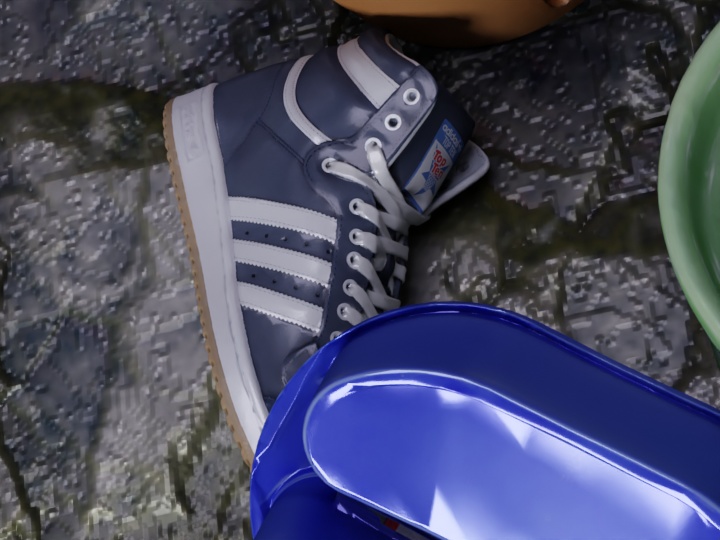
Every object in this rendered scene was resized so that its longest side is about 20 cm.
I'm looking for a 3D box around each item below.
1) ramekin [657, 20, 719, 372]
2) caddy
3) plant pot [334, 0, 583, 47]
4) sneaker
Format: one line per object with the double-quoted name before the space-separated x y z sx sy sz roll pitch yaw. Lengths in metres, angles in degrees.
"ramekin" 0.199 -0.009 0.806 0.199 0.098 0.201 -6 59 10
"caddy" 0.053 0.097 0.803 0.199 0.105 0.142 27 105 8
"plant pot" 0.028 -0.174 0.930 0.199 0.140 0.201 -8 65 17
"sneaker" 0.000 0.000 0.903 0.108 0.070 0.201 -23 59 11
